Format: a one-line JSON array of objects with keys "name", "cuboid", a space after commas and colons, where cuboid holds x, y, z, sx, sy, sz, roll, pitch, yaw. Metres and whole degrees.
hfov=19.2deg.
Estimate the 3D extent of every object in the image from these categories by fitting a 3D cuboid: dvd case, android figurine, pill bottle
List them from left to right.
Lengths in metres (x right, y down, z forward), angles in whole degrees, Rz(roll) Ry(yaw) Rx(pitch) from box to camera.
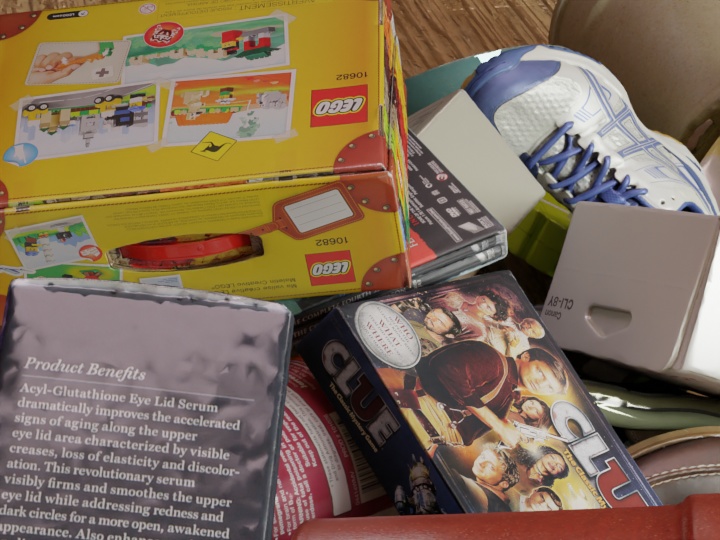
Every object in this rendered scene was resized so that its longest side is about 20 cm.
[{"name": "pill bottle", "cuboid": [-0.077, 0.110, 0.954, 0.200, 0.110, 0.110, -16, 33, -41]}, {"name": "dvd case", "cuboid": [-0.049, -0.016, 1.045, 0.200, 0.022, 0.146, -22, 42, -18]}, {"name": "android figurine", "cuboid": [0.141, -0.022, 1.317, 0.182, 0.041, 0.200, 26, 13, -9]}]

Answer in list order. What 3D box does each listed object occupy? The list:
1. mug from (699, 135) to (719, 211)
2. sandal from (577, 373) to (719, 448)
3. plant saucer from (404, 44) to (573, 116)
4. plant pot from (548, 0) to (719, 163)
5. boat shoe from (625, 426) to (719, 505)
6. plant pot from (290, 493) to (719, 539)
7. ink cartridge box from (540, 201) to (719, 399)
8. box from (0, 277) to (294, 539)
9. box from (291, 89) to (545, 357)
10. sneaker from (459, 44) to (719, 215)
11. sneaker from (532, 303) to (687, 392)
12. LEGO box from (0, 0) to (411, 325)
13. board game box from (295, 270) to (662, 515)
[{"name": "mug", "cuboid": [0.309, -0.049, 1.315, 0.153, 0.187, 0.149, 36, -3, -8]}, {"name": "sandal", "cuboid": [0.153, 0.090, 1.123, 0.201, 0.057, 0.080, 11, -1, -8]}, {"name": "plant saucer", "cuboid": [0.056, -0.083, 1.378, 0.200, 0.200, 0.036, -11, 73, -34]}, {"name": "plant pot", "cuboid": [0.252, -0.127, 1.487, 0.200, 0.201, 0.184, 1, 36, -14]}, {"name": "boat shoe", "cuboid": [0.212, 0.119, 1.059, 0.200, 0.070, 0.070, -2, 22, -20]}, {"name": "plant pot", "cuboid": [0.069, 0.171, 0.789, 0.195, 0.201, 0.201, 2, 24, 8]}, {"name": "ink cartridge box", "cuboid": [0.217, 0.031, 1.115, 0.200, 0.084, 0.145, 17, -3, -25]}, {"name": "box", "cuboid": [-0.087, 0.124, 0.772, 0.104, 0.148, 0.200, 6, 62, -2]}, {"name": "box", "cuboid": [0.000, 0.000, 1.125, 0.200, 0.078, 0.095, -47, 12, -33]}, {"name": "sneaker", "cuboid": [0.140, -0.055, 1.192, 0.200, 0.075, 0.088, 26, 29, -35]}, {"name": "sneaker", "cuboid": [0.087, 0.055, 1.185, 0.200, 0.074, 0.081, -4, 8, -24]}, {"name": "LEGO box", "cuboid": [-0.079, -0.059, 1.016, 0.200, 0.077, 0.149, -5, 44, 6]}, {"name": "board game box", "cuboid": [0.072, 0.097, 0.970, 0.135, 0.035, 0.200, -12, 64, -51]}]
